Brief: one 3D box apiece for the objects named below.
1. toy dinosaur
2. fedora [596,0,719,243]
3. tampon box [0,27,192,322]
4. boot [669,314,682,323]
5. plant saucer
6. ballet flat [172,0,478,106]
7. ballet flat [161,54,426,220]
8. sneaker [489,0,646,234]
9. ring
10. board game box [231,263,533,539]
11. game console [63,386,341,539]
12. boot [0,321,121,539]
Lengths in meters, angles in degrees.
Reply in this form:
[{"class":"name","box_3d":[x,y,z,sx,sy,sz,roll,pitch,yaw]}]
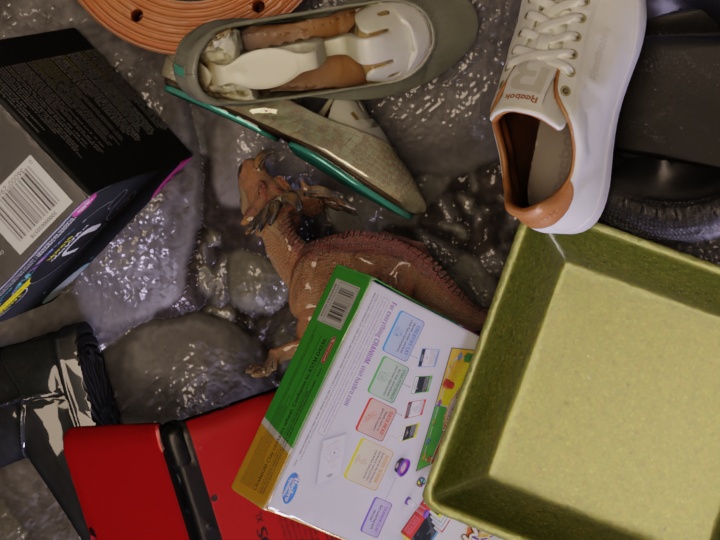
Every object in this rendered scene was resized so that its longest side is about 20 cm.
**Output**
[{"class":"toy dinosaur","box_3d":[0.000,0.000,1.427,0.199,0.086,0.136,8,110,15]},{"class":"fedora","box_3d":[0.198,-0.110,1.362,0.200,0.092,0.201,2,95,28]},{"class":"tampon box","box_3d":[-0.226,-0.056,1.426,0.150,0.200,0.126,-44,87,17]},{"class":"boot","box_3d":[0.232,0.124,1.403,0.200,0.073,0.156,28,103,10]},{"class":"plant saucer","box_3d":[0.164,0.085,1.353,0.200,0.048,0.200,20,91,16]},{"class":"ballet flat","box_3d":[-0.017,-0.135,1.398,0.199,0.064,0.068,-10,103,-9]},{"class":"ballet flat","box_3d":[-0.037,-0.103,1.445,0.200,0.067,0.062,29,91,8]},{"class":"sneaker","box_3d":[0.118,-0.122,1.303,0.073,0.085,0.201,3,90,29]},{"class":"ring","box_3d":[-0.105,-0.237,1.447,0.200,0.019,0.201,-1,85,13]},{"class":"board game box","box_3d":[0.035,0.105,1.383,0.040,0.200,0.153,21,84,53]},{"class":"game console","box_3d":[-0.079,0.177,1.448,0.172,0.119,0.201,-19,101,-13]},{"class":"boot","box_3d":[-0.263,0.135,1.532,0.199,0.066,0.165,-14,86,12]}]
